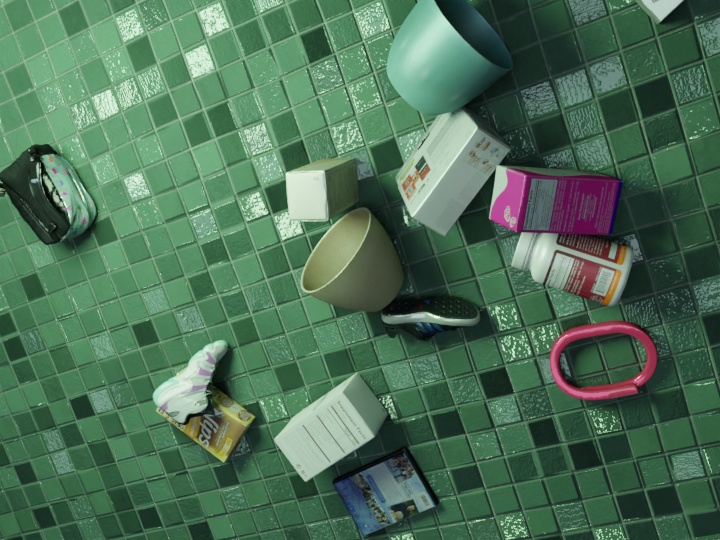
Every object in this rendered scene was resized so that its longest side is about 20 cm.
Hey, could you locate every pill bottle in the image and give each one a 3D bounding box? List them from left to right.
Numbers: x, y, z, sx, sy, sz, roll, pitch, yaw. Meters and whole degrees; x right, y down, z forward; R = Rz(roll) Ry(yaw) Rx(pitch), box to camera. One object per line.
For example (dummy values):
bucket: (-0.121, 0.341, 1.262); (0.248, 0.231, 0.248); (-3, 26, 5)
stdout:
pill bottle: (0.385, -0.017, 1.403); (0.199, 0.113, 0.114); (19, 108, 12)

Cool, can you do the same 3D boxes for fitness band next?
fitness band: (0.464, 0.171, 1.468); (0.198, 0.037, 0.145); (-12, 97, 18)

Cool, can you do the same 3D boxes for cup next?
cup: (0.000, 0.000, 1.500); (0.143, 0.201, 0.200); (39, 113, -23)

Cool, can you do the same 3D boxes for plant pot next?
plant pot: (0.143, -0.373, 1.354); (0.201, 0.200, 0.161); (48, 122, 1)

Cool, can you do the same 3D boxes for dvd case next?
dvd case: (0.052, 0.484, 1.675); (0.199, 0.018, 0.143); (-29, 93, 22)

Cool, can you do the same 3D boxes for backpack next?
backpack: (-0.680, -0.161, 1.686); (0.166, 0.127, 0.201); (-30, 94, 33)

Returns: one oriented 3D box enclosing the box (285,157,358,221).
box: (-0.068, -0.157, 1.460); (0.077, 0.200, 0.096); (1, 103, 17)

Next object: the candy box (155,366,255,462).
candy box: (-0.351, 0.326, 1.739); (0.199, 0.055, 0.116); (35, 109, 7)

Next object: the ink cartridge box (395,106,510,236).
ink cartridge box: (0.163, -0.198, 1.426); (0.083, 0.176, 0.200); (26, 113, -24)

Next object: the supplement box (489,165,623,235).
supplement box: (0.341, -0.124, 1.346); (0.198, 0.101, 0.104); (2, 106, -20)

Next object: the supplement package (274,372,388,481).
supplement package: (-0.060, 0.330, 1.620); (0.200, 0.117, 0.118); (-37, 91, 21)

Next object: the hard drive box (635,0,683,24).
hard drive box: (0.518, -0.536, 1.257); (0.156, 0.077, 0.200); (47, 111, 1)

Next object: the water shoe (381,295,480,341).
water shoe: (0.142, 0.099, 1.541); (0.198, 0.072, 0.079); (2, 131, 15)

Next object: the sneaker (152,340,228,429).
sneaker: (-0.335, 0.259, 1.672); (0.200, 0.078, 0.140); (-43, 81, -11)
